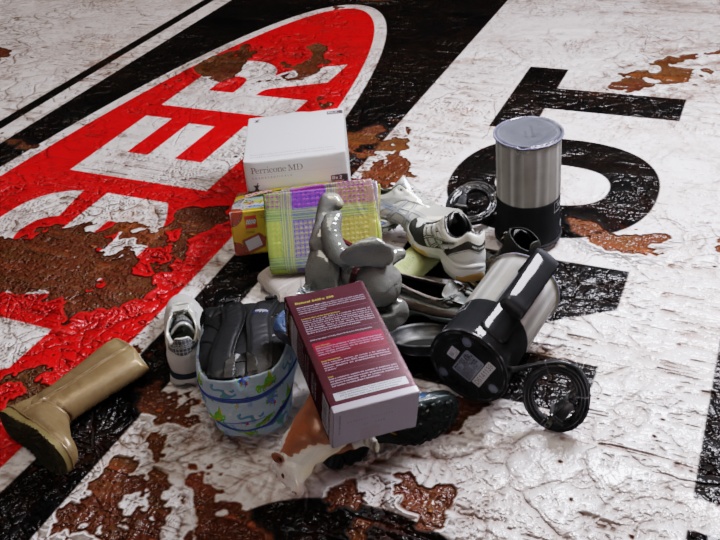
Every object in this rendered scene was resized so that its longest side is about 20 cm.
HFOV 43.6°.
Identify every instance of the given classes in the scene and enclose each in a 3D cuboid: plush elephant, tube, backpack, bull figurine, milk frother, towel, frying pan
[{"bbox_3d":[0.000,0.000,1.317,0.151,0.168,0.202,4,37,14],"label":"plush elephant"},{"bbox_3d":[0.102,-0.021,1.495,0.058,0.052,0.199,47,41,3],"label":"tube"},{"bbox_3d":[-0.152,0.130,1.236,0.159,0.158,0.200,-3,11,-3],"label":"backpack"},{"bbox_3d":[-0.031,0.180,1.091,0.119,0.066,0.202,1,43,20],"label":"bull figurine"},{"bbox_3d":[0.229,0.096,1.219,0.180,0.201,0.188,-33,10,49],"label":"milk frother"},{"bbox_3d":[-0.058,0.008,1.485,0.197,0.035,0.132,-22,36,-22],"label":"towel"},{"bbox_3d":[-0.058,-0.070,1.477,0.195,0.147,0.023,-7,-11,1],"label":"towel"},{"bbox_3d":[0.062,0.096,1.321,0.186,0.032,0.114,3,14,30],"label":"frying pan"},{"bbox_3d":[0.241,-0.159,1.532,0.195,0.192,0.182,-3,32,5],"label":"milk frother"}]

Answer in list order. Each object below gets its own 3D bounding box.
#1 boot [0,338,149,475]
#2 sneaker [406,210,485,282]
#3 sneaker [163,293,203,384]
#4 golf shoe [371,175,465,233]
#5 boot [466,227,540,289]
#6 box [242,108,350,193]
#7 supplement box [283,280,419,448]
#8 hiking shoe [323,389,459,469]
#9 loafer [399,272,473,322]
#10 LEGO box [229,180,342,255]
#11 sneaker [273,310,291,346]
[{"bbox_3d":[-0.378,0.179,1.253,0.173,0.067,0.199,23,42,36],"label":"boot"},{"bbox_3d":[0.141,-0.058,1.426,0.074,0.090,0.200,-8,26,-27],"label":"sneaker"},{"bbox_3d":[-0.266,0.083,1.364,0.075,0.082,0.201,-14,33,-9],"label":"sneaker"},{"bbox_3d":[0.089,-0.114,1.563,0.195,0.100,0.078,3,12,20],"label":"golf shoe"},{"bbox_3d":[0.221,-0.025,1.392,0.076,0.141,0.200,-21,35,-23],"label":"boot"},{"bbox_3d":[-0.118,-0.204,1.725,0.194,0.133,0.202,-6,33,1],"label":"box"},{"bbox_3d":[-0.015,0.105,1.071,0.106,0.062,0.202,-10,42,-16],"label":"supplement box"},{"bbox_3d":[0.030,0.183,1.167,0.195,0.076,0.087,-14,37,-11],"label":"hiking shoe"},{"bbox_3d":[0.118,0.039,1.369,0.195,0.064,0.072,6,19,14],"label":"loafer"},{"bbox_3d":[-0.122,-0.094,1.578,0.195,0.079,0.149,-7,18,0],"label":"LEGO box"},{"bbox_3d":[-0.043,0.113,1.219,0.197,0.085,0.078,23,34,-35],"label":"sneaker"}]
